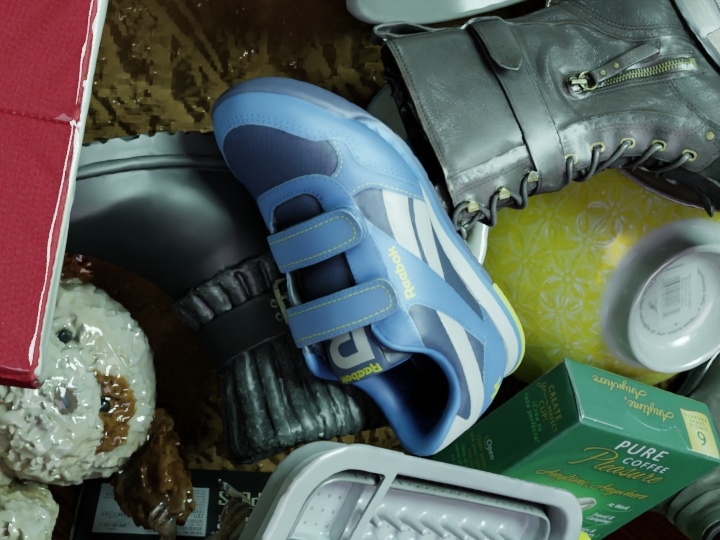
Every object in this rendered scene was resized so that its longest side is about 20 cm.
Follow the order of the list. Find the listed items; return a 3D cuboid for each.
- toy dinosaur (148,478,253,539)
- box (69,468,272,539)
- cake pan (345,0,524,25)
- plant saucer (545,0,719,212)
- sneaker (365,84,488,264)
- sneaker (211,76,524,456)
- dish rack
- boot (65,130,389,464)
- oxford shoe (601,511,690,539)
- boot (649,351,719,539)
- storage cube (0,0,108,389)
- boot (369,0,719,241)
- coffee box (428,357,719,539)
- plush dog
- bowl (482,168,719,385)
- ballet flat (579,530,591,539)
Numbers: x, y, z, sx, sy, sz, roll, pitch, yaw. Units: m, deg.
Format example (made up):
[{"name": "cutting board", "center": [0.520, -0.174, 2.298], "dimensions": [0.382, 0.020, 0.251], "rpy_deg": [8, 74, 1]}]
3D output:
[{"name": "toy dinosaur", "center": [-0.076, 0.159, 0.695], "dimensions": [0.101, 0.058, 0.200], "rpy_deg": [-51, 143, -8]}, {"name": "box", "center": [-0.059, 0.202, 0.802], "dimensions": [0.200, 0.086, 0.164], "rpy_deg": [3, 116, -4]}, {"name": "cake pan", "center": [0.083, -0.168, 0.650], "dimensions": [0.200, 0.200, 0.037], "rpy_deg": [-17, 84, -17]}, {"name": "plant saucer", "center": [0.195, -0.129, 0.767], "dimensions": [0.200, 0.032, 0.201], "rpy_deg": [0, 86, -4]}, {"name": "sneaker", "center": [0.017, 0.001, 0.773], "dimensions": [0.076, 0.081, 0.200], "rpy_deg": [3, 116, -29]}, {"name": "sneaker", "center": [0.000, 0.000, 0.650], "dimensions": [0.200, 0.074, 0.082], "rpy_deg": [50, 49, -20]}, {"name": "dish rack", "center": [0.004, 0.159, 0.679], "dimensions": [0.200, 0.044, 0.172], "rpy_deg": [18, 101, -41]}, {"name": "boot", "center": [-0.077, 0.016, 0.683], "dimensions": [0.211, 0.079, 0.158], "rpy_deg": [-4, 86, -33]}, {"name": "oxford shoe", "center": [0.168, 0.190, 0.968], "dimensions": [0.200, 0.071, 0.073], "rpy_deg": [-44, 160, -7]}, {"name": "boot", "center": [0.252, 0.106, 0.899], "dimensions": [0.200, 0.131, 0.068], "rpy_deg": [-33, 124, -21]}, {"name": "storage cube", "center": [-0.190, -0.054, 0.517], "dimensions": [0.179, 0.200, 0.171], "rpy_deg": [10, 82, -11]}, {"name": "boot", "center": [0.112, -0.056, 0.698], "dimensions": [0.174, 0.200, 0.069], "rpy_deg": [-25, 167, -15]}, {"name": "coffee box", "center": [0.102, 0.130, 0.852], "dimensions": [0.123, 0.044, 0.200], "rpy_deg": [18, 136, -32]}, {"name": "plush dog", "center": [-0.175, 0.076, 0.696], "dimensions": [0.172, 0.160, 0.200], "rpy_deg": [-32, 101, -24]}, {"name": "bowl", "center": [0.159, -0.002, 0.823], "dimensions": [0.200, 0.108, 0.200], "rpy_deg": [-11, 119, -20]}, {"name": "ballet flat", "center": [0.070, 0.217, 0.869], "dimensions": [0.067, 0.067, 0.200], "rpy_deg": [16, 138, -32]}]
